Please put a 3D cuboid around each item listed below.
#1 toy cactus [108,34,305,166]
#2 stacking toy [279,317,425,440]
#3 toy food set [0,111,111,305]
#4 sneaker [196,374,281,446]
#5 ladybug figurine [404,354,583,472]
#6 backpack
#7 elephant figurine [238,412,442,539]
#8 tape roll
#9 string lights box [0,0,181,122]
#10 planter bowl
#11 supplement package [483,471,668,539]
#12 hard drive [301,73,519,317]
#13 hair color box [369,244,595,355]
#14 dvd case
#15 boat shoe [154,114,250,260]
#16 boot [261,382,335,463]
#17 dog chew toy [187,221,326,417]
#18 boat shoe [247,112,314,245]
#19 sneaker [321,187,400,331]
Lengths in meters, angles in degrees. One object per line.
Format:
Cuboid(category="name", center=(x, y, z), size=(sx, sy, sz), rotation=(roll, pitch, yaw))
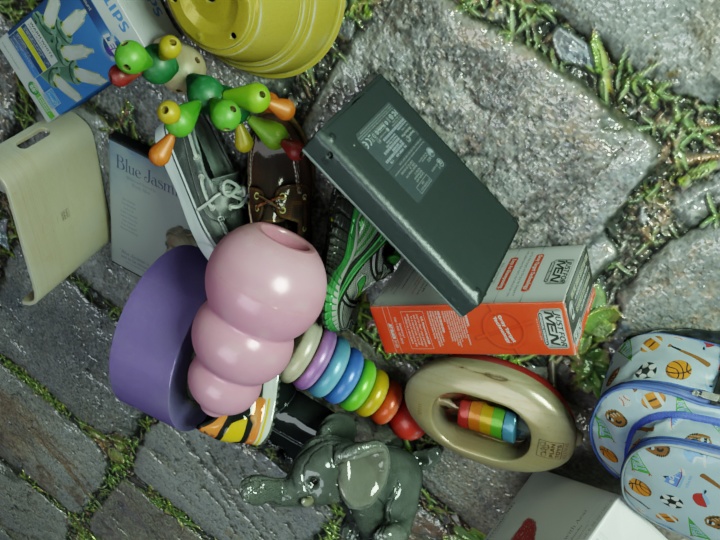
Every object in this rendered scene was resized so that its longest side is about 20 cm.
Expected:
Cuboid(category="toy cactus", center=(-0.153, -0.163, 0.714), size=(0.165, 0.198, 0.103), rotation=(47, 117, 39))
Cuboid(category="stacking toy", center=(0.002, 0.135, 0.905), size=(0.198, 0.086, 0.085), rotation=(32, 134, -15))
Cuboid(category="toy food set", center=(-0.386, -0.077, 0.944), size=(0.059, 0.144, 0.203), rotation=(16, 129, 18))
Cuboid(category="sneaker", center=(-0.137, 0.091, 0.862), size=(0.088, 0.204, 0.070), rotation=(11, 162, -26))
Cuboid(category="ladybug figurine", center=(0.147, 0.150, 0.841), size=(0.197, 0.072, 0.138), rotation=(17, 128, 20))
Cuboid(category="backpack", center=(0.309, 0.153, 0.705), size=(0.188, 0.154, 0.203), rotation=(20, 134, 30))
Cuboid(category="elephant figurine", center=(-0.019, 0.239, 0.908), size=(0.140, 0.157, 0.200), rotation=(-20, 127, 33))
Cuboid(category="tape roll", center=(-0.201, 0.079, 0.908), size=(0.084, 0.200, 0.203), rotation=(21, 130, 16))
Cuboid(category="string lights box", center=(-0.295, -0.250, 0.826), size=(0.198, 0.059, 0.104), rotation=(-17, 111, 37))
Cuboid(category="planter bowl", center=(-0.117, -0.260, 0.698), size=(0.197, 0.084, 0.204), rotation=(15, 128, 20))
Cuboid(category="supplement package", center=(0.232, 0.306, 0.809), size=(0.119, 0.122, 0.200), rotation=(42, 168, -3))
Cuboid(category="hard drive", center=(0.054, -0.073, 0.692), size=(0.200, 0.140, 0.033), rotation=(46, 131, -6))
Cuboid(category="hair color box", center=(0.120, 0.030, 0.753), size=(0.197, 0.102, 0.062), rotation=(-4, 120, 32))
Cuboid(category="dvd case", center=(-0.255, -0.060, 0.964), size=(0.141, 0.018, 0.202), rotation=(26, 131, 13))
Cuboid(category="boat shoe", center=(-0.153, -0.085, 0.846), size=(0.067, 0.073, 0.203), rotation=(-24, 89, 31))
Cuboid(category="boot", center=(-0.079, 0.174, 0.992), size=(0.161, 0.074, 0.199), rotation=(34, 131, 1))
Cuboid(category="dog chew toy", center=(-0.114, 0.057, 0.773), size=(0.123, 0.124, 0.203), rotation=(28, 105, 9))
Cuboid(category="boat shoe", center=(-0.085, -0.068, 0.822), size=(0.069, 0.071, 0.203), rotation=(2, 123, 15))
Cuboid(category="sneaker", center=(0.000, 0.000, 0.819), size=(0.083, 0.079, 0.202), rotation=(5, 142, -7))
